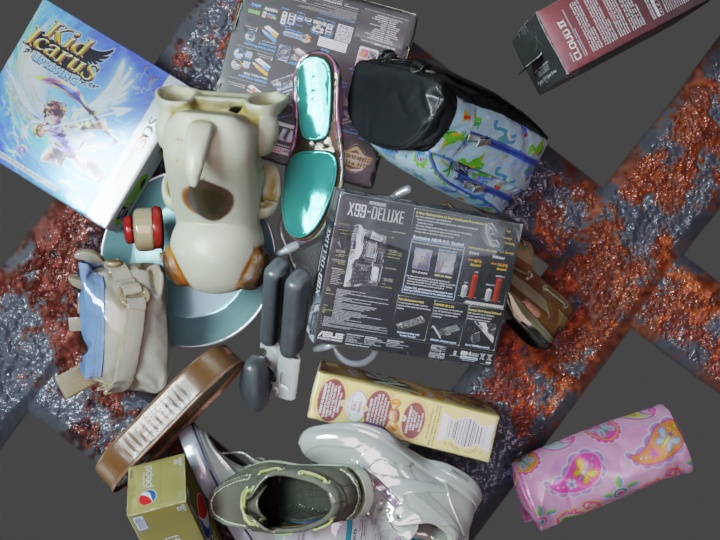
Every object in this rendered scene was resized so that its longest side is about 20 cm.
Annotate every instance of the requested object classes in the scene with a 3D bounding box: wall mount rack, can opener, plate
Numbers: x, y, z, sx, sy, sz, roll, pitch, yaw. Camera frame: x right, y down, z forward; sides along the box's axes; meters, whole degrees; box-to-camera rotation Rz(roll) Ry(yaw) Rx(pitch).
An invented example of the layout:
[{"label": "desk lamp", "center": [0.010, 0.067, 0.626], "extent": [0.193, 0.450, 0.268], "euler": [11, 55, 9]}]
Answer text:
[{"label": "wall mount rack", "center": [0.000, 0.000, 1.133], "extent": [0.173, 0.075, 0.201], "euler": [-27, 93, -24]}, {"label": "can opener", "center": [-0.093, 0.079, 1.089], "extent": [0.053, 0.201, 0.067], "euler": [27, 48, 18]}, {"label": "plate", "center": [-0.194, -0.013, 1.152], "extent": [0.199, 0.026, 0.202], "euler": [0, 91, -1]}]

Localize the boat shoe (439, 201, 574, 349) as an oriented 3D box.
[{"label": "boat shoe", "center": [0.161, -0.003, 1.137], "extent": [0.074, 0.076, 0.200], "euler": [-43, 100, -5]}]

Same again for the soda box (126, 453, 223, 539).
[{"label": "soda box", "center": [-0.188, 0.292, 1.090], "extent": [0.064, 0.068, 0.201], "euler": [-14, 128, -1]}]

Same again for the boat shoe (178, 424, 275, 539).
[{"label": "boat shoe", "center": [-0.122, 0.245, 1.135], "extent": [0.086, 0.075, 0.203], "euler": [-31, 98, -5]}]

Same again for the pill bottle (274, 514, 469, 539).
[{"label": "pill bottle", "center": [0.010, 0.274, 1.103], "extent": [0.199, 0.111, 0.112], "euler": [7, 92, -12]}]

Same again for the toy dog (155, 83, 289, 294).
[{"label": "toy dog", "center": [-0.141, -0.074, 1.046], "extent": [0.139, 0.194, 0.201], "euler": [0, 113, -9]}]

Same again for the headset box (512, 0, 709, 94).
[{"label": "headset box", "center": [0.258, -0.266, 1.088], "extent": [0.199, 0.149, 0.075], "euler": [-28, 92, -1]}]

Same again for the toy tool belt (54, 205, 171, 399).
[{"label": "toy tool belt", "center": [-0.268, 0.034, 1.081], "extent": [0.122, 0.125, 0.201], "euler": [-3, 91, -8]}]

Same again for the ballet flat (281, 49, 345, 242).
[{"label": "ballet flat", "center": [-0.043, -0.131, 1.081], "extent": [0.069, 0.071, 0.201], "euler": [4, 94, 18]}]

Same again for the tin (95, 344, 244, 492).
[{"label": "tin", "center": [-0.209, 0.160, 1.114], "extent": [0.042, 0.112, 0.200], "euler": [44, 90, 10]}]

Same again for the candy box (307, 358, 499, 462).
[{"label": "candy box", "center": [0.044, 0.151, 1.113], "extent": [0.199, 0.115, 0.056], "euler": [15, 91, -1]}]

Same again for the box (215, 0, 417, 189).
[{"label": "box", "center": [-0.055, -0.212, 1.135], "extent": [0.199, 0.050, 0.200], "euler": [15, 94, 0]}]

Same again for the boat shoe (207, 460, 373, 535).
[{"label": "boat shoe", "center": [-0.084, 0.228, 1.018], "extent": [0.201, 0.060, 0.073], "euler": [-13, 82, 35]}]

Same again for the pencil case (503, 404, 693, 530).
[{"label": "pencil case", "center": [0.267, 0.221, 1.138], "extent": [0.199, 0.087, 0.088], "euler": [-23, 92, 1]}]

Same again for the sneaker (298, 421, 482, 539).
[{"label": "sneaker", "center": [0.025, 0.220, 1.028], "extent": [0.199, 0.075, 0.100], "euler": [24, 54, 0]}]

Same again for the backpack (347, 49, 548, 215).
[{"label": "backpack", "center": [0.103, -0.143, 1.080], "extent": [0.199, 0.163, 0.155], "euler": [0, 107, -35]}]

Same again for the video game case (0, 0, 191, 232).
[{"label": "video game case", "center": [-0.309, -0.171, 1.123], "extent": [0.199, 0.045, 0.182], "euler": [31, 90, 6]}]

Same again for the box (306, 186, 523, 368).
[{"label": "box", "center": [0.055, 0.008, 1.055], "extent": [0.199, 0.050, 0.159], "euler": [8, 100, -11]}]
